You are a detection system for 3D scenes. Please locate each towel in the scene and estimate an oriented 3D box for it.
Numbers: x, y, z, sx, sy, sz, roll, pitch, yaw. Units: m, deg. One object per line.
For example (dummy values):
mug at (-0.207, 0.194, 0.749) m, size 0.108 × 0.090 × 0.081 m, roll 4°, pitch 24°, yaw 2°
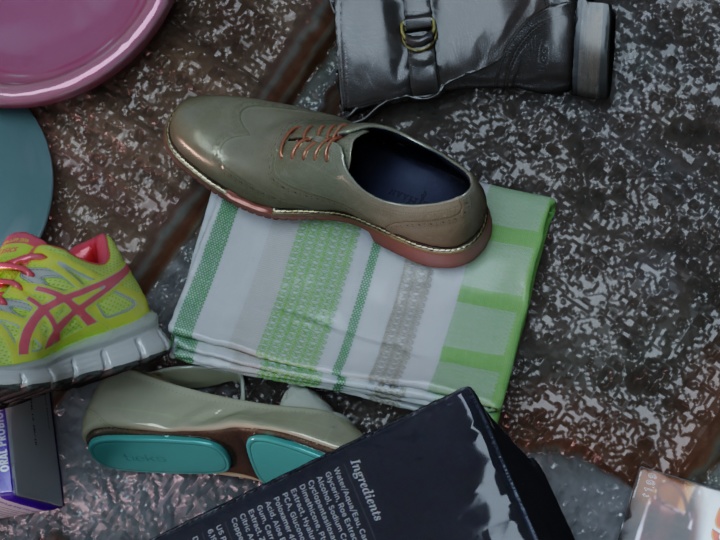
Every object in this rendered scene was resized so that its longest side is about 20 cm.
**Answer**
towel at (0.000, 0.000, 1.515) m, size 0.198 × 0.031 × 0.150 m, roll 11°, pitch 68°, yaw 11°

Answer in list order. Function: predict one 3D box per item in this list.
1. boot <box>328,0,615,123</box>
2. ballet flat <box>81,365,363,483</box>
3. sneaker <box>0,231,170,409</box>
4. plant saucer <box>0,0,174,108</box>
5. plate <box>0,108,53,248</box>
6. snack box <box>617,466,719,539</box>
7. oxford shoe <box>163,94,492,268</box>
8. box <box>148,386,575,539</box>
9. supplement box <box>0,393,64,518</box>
boot at (0.062, -0.183, 1.536) m, size 0.173 × 0.069 × 0.202 m, roll 1°, pitch 82°, yaw 8°
ballet flat at (-0.061, 0.089, 1.511) m, size 0.198 × 0.069 × 0.070 m, roll 10°, pitch 81°, yaw 12°
sneaker at (-0.189, 0.027, 1.435) m, size 0.078 × 0.200 × 0.091 m, roll -18°, pitch 89°, yaw 32°
plant saucer at (-0.198, -0.191, 1.584) m, size 0.199 × 0.051 × 0.202 m, roll -2°, pitch 77°, yaw 8°
plate at (-0.280, -0.049, 1.553) m, size 0.198 × 0.026 × 0.201 m, roll -2°, pitch 59°, yaw 3°
snack box at (0.161, 0.215, 1.468) m, size 0.071 × 0.024 × 0.201 m, roll 16°, pitch 82°, yaw 12°
oxford shoe at (-0.019, -0.067, 1.495) m, size 0.199 × 0.074 × 0.071 m, roll 16°, pitch 65°, yaw 10°
box at (0.012, 0.173, 1.400) m, size 0.199 × 0.197 × 0.118 m, roll -27°, pitch 69°, yaw 7°
supplement box at (-0.284, 0.099, 1.521) m, size 0.198 × 0.103 × 0.102 m, roll -10°, pitch 79°, yaw 8°
